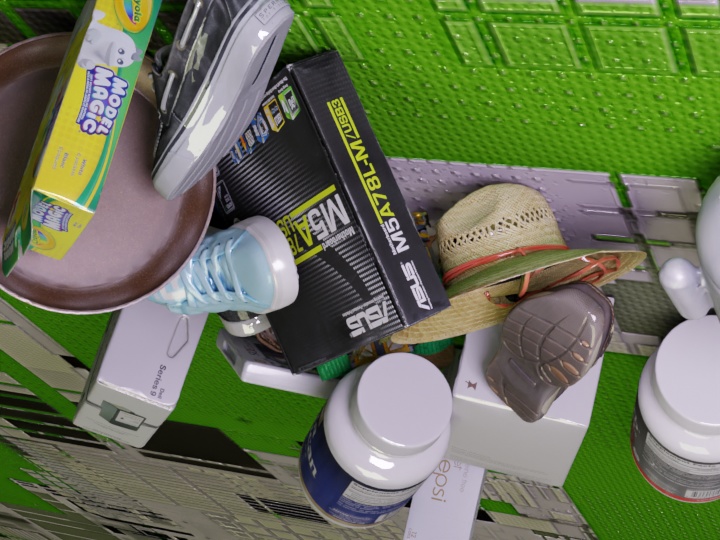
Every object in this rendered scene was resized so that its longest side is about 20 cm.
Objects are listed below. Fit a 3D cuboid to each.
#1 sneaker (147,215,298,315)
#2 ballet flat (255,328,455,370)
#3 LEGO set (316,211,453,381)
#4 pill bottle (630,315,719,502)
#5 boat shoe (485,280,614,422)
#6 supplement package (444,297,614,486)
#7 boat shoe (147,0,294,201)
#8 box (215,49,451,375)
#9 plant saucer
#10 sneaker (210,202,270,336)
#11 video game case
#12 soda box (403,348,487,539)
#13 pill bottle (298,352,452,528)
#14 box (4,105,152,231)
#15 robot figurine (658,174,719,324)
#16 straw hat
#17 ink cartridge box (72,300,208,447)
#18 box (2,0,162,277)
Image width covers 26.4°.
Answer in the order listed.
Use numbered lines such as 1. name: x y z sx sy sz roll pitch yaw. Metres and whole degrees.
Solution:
1. sneaker: -0.116 0.007 1.144 0.199 0.081 0.075 -4 108 61
2. ballet flat: -0.012 0.070 1.462 0.198 0.072 0.068 15 115 14
3. LEGO set: 0.000 0.000 1.293 0.152 0.117 0.200 -20 155 7
4. pill bottle: 0.293 0.118 1.313 0.115 0.117 0.200 12 158 11
5. boat shoe: 0.151 0.048 1.171 0.075 0.073 0.200 46 157 8
6. supplement package: 0.146 0.100 1.363 0.119 0.122 0.200 13 159 6
7. boat shoe: -0.106 -0.129 1.035 0.071 0.072 0.200 41 135 6
8. box: -0.034 -0.034 1.105 0.047 0.195 0.200 -21 178 -29
9. plant saucer: -0.202 -0.068 1.098 0.199 0.202 0.032 23 165 -18
10. sneaker: -0.134 -0.023 1.357 0.200 0.073 0.113 25 139 58
11. video game case: -0.033 0.100 1.503 0.198 0.024 0.182 13 -175 -14
12. soda box: 0.094 0.182 1.496 0.063 0.202 0.068 11 159 8
13. pill bottle: 0.015 0.145 1.331 0.110 0.112 0.200 18 152 -5
14. box: -0.235 -0.075 1.218 0.101 0.113 0.200 23 159 -17
15. robot figurine: 0.283 -0.007 1.012 0.168 0.114 0.200 -19 149 10
16. straw hat: 0.105 -0.017 1.147 0.199 0.086 0.201 -17 169 -3
17. ink cartridge box: -0.220 0.082 1.553 0.083 0.147 0.200 21 158 -10
18. box: -0.186 -0.094 1.015 0.048 0.202 0.117 22 159 -15
